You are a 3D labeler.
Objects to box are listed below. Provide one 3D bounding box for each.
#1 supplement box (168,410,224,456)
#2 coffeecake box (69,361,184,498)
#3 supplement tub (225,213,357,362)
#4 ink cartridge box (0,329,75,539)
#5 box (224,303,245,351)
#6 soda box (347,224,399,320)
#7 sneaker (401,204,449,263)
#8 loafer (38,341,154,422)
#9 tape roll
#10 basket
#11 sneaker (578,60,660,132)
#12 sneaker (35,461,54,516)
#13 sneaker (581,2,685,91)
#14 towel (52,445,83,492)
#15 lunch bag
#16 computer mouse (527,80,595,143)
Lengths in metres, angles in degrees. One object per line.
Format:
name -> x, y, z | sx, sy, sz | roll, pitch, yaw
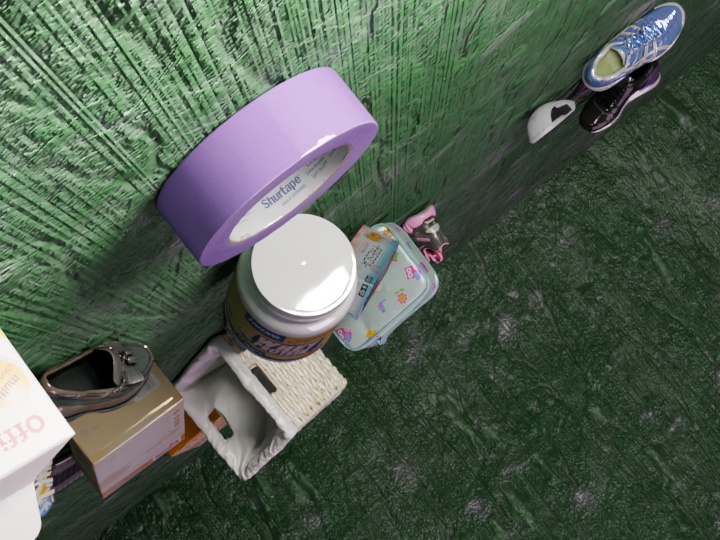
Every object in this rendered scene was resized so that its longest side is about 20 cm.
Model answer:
supplement box -> -0.303, 0.278, 2.457 | 0.126, 0.074, 0.200 | -38, 174, 5
coffeecake box -> -0.333, 0.231, 1.860 | 0.153, 0.073, 0.200 | -36, 166, -20
supplement tub -> -0.083, 0.022, 1.563 | 0.145, 0.145, 0.200 | -36, 173, -19
ink cartridge box -> -0.267, 0.084, 0.721 | 0.128, 0.200, 0.125 | -32, 171, -47
box -> -0.123, 0.040, 1.897 | 0.158, 0.050, 0.200 | -37, 173, -12
soda box -> 0.000, 0.000, 1.969 | 0.064, 0.068, 0.200 | -66, 176, 25
sneaker -> 0.109, -0.044, 2.414 | 0.079, 0.095, 0.200 | -38, 175, -22
loafer -> -0.292, 0.118, 1.437 | 0.063, 0.072, 0.200 | -49, 167, 33
tape roll -> -0.081, -0.090, 1.150 | 0.200, 0.066, 0.200 | -38, 173, -6
basket -> -0.163, 0.191, 2.081 | 0.161, 0.198, 0.200 | -35, 173, -42
sneaker -> 0.516, -0.366, 2.621 | 0.200, 0.076, 0.088 | -42, 159, -2
sneaker -> -0.414, 0.262, 1.650 | 0.075, 0.090, 0.200 | -32, 171, -45
sneaker -> 0.455, -0.367, 2.151 | 0.200, 0.076, 0.077 | -41, 178, 11
towel -> -0.406, 0.265, 2.024 | 0.200, 0.035, 0.193 | -33, 169, -26
lunch bag -> 0.021, 0.032, 2.146 | 0.200, 0.160, 0.077 | -41, 173, 18
computer mouse -> 0.342, -0.281, 2.293 | 0.110, 0.044, 0.200 | -37, -179, 36
